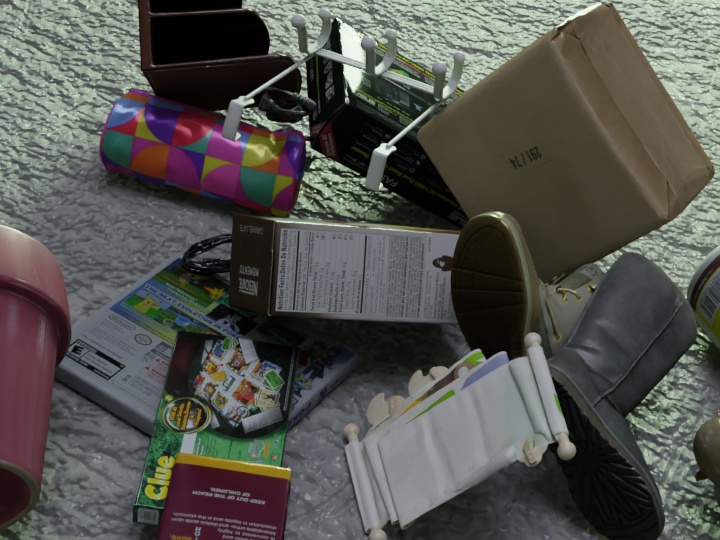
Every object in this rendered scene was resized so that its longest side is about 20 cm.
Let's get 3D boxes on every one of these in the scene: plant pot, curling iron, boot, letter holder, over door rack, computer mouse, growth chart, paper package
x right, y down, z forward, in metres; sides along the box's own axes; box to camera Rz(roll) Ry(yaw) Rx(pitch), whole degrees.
[{"bbox_3d":[-0.305,0.090,1.210,0.199,0.200,0.179,-3,56,-16],"label":"plant pot"},{"bbox_3d":[-0.073,-0.154,1.570,0.049,0.026,0.200,17,2,-7],"label":"curling iron"},{"bbox_3d":[0.221,0.101,1.349,0.182,0.072,0.200,61,37,-8],"label":"boot"},{"bbox_3d":[-0.129,-0.220,1.583,0.142,0.101,0.200,-3,-6,0],"label":"letter holder"},{"bbox_3d":[-0.007,-0.161,1.438,0.147,0.067,0.200,20,39,14],"label":"over door rack"},{"bbox_3d":[-0.062,-0.003,1.482,0.199,0.034,0.059,2,46,-15],"label":"computer mouse"},{"bbox_3d":[0.151,0.022,1.385,0.072,0.201,0.155,5,28,39],"label":"boot"},{"bbox_3d":[0.069,0.124,1.275,0.018,0.200,0.145,41,30,-36],"label":"growth chart"},{"bbox_3d":[0.179,-0.103,1.464,0.103,0.200,0.191,-33,91,-41],"label":"paper package"}]

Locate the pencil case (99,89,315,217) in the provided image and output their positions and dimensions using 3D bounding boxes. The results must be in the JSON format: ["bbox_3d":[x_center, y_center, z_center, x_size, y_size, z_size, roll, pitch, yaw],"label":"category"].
[{"bbox_3d":[-0.142,-0.112,1.566,0.199,0.089,0.089,13,38,3],"label":"pencil case"}]

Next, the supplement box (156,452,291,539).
[{"bbox_3d":[-0.102,0.235,1.123,0.085,0.111,0.200,8,38,-1],"label":"supplement box"}]

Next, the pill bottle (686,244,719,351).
[{"bbox_3d":[0.376,0.064,1.443,0.109,0.110,0.200,-9,43,-23],"label":"pill bottle"}]

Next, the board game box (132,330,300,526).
[{"bbox_3d":[-0.108,0.124,1.294,0.104,0.024,0.200,11,38,-2],"label":"board game box"}]

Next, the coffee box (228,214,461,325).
[{"bbox_3d":[0.000,0.000,1.405,0.199,0.080,0.114,3,2,-21],"label":"coffee box"}]

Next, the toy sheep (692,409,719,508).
[{"bbox_3d":[0.352,0.162,1.303,0.199,0.138,0.138,22,38,-7],"label":"toy sheep"}]

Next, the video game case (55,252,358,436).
[{"bbox_3d":[-0.132,0.075,1.386,0.200,0.022,0.182,28,42,22],"label":"video game case"}]

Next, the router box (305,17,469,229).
[{"bbox_3d":[0.044,-0.137,1.589,0.200,0.062,0.150,28,33,-23],"label":"router box"}]
